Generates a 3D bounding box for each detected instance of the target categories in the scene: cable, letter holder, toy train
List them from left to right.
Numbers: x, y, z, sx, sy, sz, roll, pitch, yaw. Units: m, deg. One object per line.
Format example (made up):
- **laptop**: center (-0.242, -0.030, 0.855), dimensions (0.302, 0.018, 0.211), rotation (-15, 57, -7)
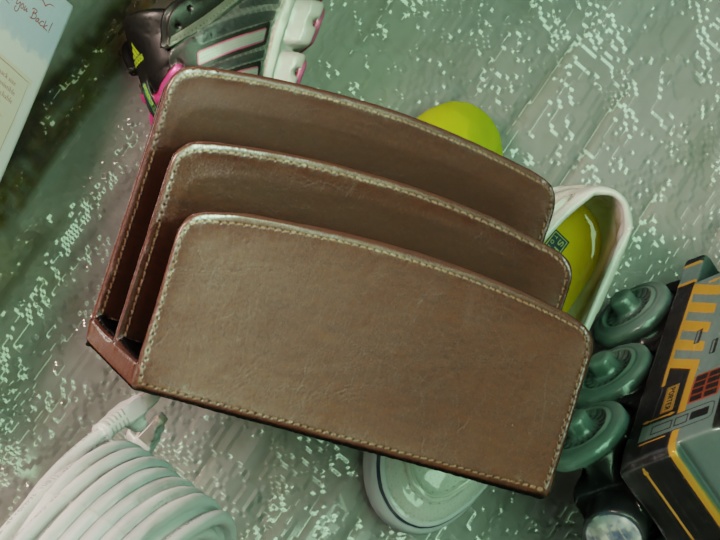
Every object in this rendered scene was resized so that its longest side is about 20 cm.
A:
- **cable**: center (-0.129, 0.171, 1.070), dimensions (0.069, 0.201, 0.200), rotation (28, 34, 14)
- **letter holder**: center (0.000, 0.000, 1.117), dimensions (0.199, 0.101, 0.143), rotation (16, 95, -20)
- **toy train**: center (0.164, 0.062, 1.223), dimensions (0.085, 0.114, 0.200), rotation (55, 33, -19)

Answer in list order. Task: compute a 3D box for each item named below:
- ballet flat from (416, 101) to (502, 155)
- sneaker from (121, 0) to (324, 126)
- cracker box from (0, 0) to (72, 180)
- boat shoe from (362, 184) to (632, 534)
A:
- **ballet flat**: center (0.014, -0.010, 1.225), dimensions (0.067, 0.067, 0.200), rotation (46, 68, -9)
- **sneaker**: center (-0.080, -0.083, 1.193), dimensions (0.087, 0.074, 0.201), rotation (23, 69, -19)
- **cracker box**: center (-0.218, -0.069, 1.099), dimensions (0.134, 0.057, 0.201), rotation (42, 59, -42)
- **boat shoe**: center (0.077, 0.040, 1.234), dimensions (0.075, 0.086, 0.202), rotation (41, 69, -13)
